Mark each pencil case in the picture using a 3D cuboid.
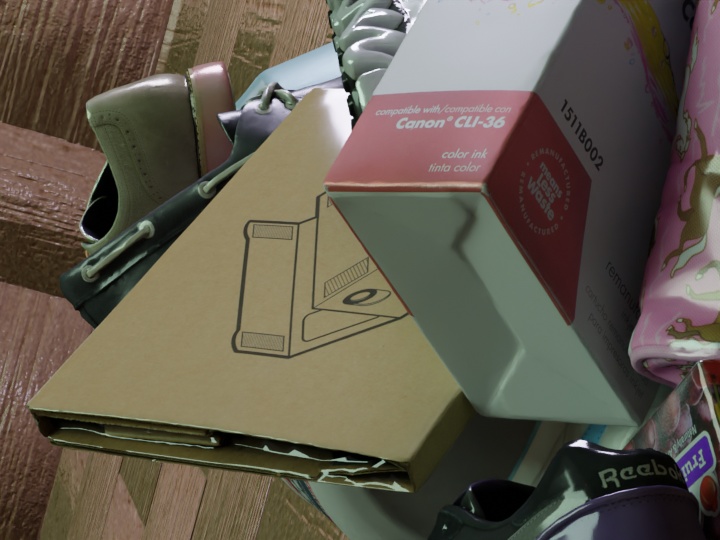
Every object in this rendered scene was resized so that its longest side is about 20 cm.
[{"bbox_3d":[0.138,-0.052,0.888,0.087,0.083,0.200,75,-152,-78],"label":"pencil case"}]

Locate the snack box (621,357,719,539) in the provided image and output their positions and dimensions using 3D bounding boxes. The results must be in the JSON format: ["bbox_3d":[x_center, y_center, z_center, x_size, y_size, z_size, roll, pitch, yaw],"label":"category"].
[{"bbox_3d":[0.097,0.130,0.826,0.200,0.053,0.142,121,139,-56],"label":"snack box"}]

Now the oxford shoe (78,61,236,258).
[{"bbox_3d":[-0.094,-0.014,1.341,0.071,0.074,0.200,-106,13,-48],"label":"oxford shoe"}]

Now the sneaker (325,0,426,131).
[{"bbox_3d":[0.027,-0.098,1.083,0.200,0.081,0.075,-103,0,-51],"label":"sneaker"}]

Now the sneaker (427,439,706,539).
[{"bbox_3d":[0.041,0.108,0.807,0.200,0.076,0.088,-39,52,53],"label":"sneaker"}]

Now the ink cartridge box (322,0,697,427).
[{"bbox_3d":[0.079,-0.063,0.943,0.067,0.117,0.200,1,50,38],"label":"ink cartridge box"}]

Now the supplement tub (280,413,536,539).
[{"bbox_3d":[0.028,0.043,1.157,0.200,0.140,0.141,-162,87,-79],"label":"supplement tub"}]

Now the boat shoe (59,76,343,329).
[{"bbox_3d":[-0.041,-0.042,1.211,0.200,0.060,0.074,-44,-1,5],"label":"boat shoe"}]

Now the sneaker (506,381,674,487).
[{"bbox_3d":[0.084,0.101,0.977,0.081,0.076,0.200,-112,35,-62],"label":"sneaker"}]

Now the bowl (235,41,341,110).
[{"bbox_3d":[-0.006,-0.024,1.365,0.201,0.105,0.201,176,90,-82],"label":"bowl"}]

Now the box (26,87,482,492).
[{"bbox_3d":[0.000,0.000,1.029,0.200,0.163,0.021,-50,-48,-39],"label":"box"}]
